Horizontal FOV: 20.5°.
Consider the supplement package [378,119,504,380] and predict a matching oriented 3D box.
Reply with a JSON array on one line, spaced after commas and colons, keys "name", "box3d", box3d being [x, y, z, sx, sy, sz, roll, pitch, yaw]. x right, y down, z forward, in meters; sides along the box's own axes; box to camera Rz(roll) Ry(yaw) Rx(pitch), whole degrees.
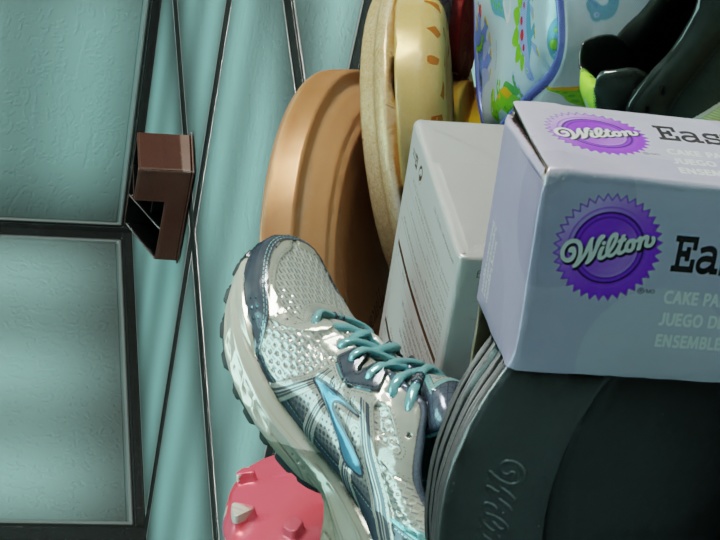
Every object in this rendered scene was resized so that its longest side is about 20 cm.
[{"name": "supplement package", "box3d": [0.075, 0.051, 0.892, 0.120, 0.120, 0.202, -105, 20, -57]}]

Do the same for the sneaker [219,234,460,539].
[{"name": "sneaker", "box3d": [0.014, 0.060, 0.796, 0.086, 0.077, 0.201, -45, 59, 33]}]

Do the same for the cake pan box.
[{"name": "cake pan box", "box3d": [0.114, 0.057, 0.517, 0.052, 0.198, 0.186, -111, 28, -68]}]

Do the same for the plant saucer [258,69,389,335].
[{"name": "plant saucer", "box3d": [0.000, 0.000, 1.001, 0.200, 0.032, 0.203, 0, -90, -69]}]

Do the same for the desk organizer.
[{"name": "desk organizer", "box3d": [-0.279, -0.100, 2.746, 0.201, 0.076, 0.072, 107, 162, -51]}]

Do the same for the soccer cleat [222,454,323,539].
[{"name": "soccer cleat", "box3d": [-0.017, 0.153, 0.883, 0.200, 0.066, 0.077, -122, 22, -59]}]

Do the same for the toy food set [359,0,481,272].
[{"name": "toy food set", "box3d": [0.046, -0.067, 1.009, 0.199, 0.048, 0.202, -71, -30, -56]}]

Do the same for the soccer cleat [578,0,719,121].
[{"name": "soccer cleat", "box3d": [0.111, -0.041, 0.690, 0.068, 0.080, 0.202, -113, 28, -63]}]

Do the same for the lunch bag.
[{"name": "lunch bag", "box3d": [0.098, -0.163, 0.918, 0.161, 0.082, 0.202, 135, 136, -72]}]
